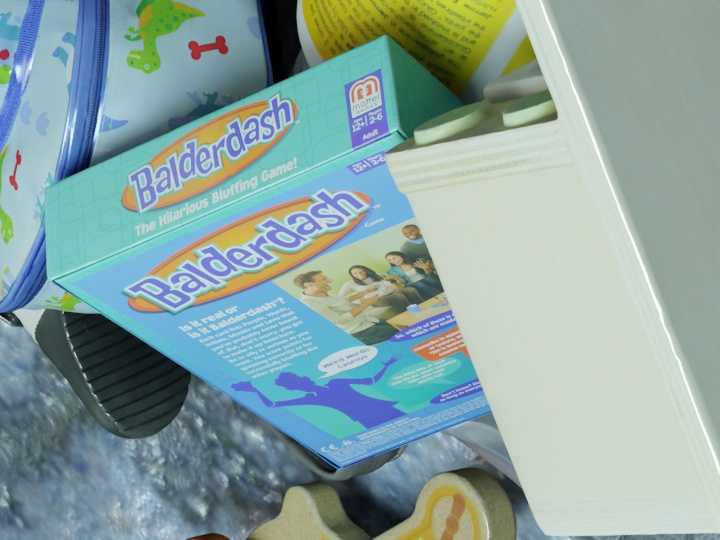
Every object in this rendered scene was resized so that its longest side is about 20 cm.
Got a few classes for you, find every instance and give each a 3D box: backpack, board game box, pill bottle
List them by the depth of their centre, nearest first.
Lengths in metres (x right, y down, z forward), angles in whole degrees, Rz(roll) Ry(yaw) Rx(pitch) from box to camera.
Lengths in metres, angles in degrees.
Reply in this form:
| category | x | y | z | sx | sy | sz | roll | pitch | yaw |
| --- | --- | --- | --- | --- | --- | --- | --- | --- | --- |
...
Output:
| category | x | y | z | sx | sy | sz | roll | pitch | yaw |
| --- | --- | --- | --- | --- | --- | --- | --- | --- | --- |
| pill bottle | 0.043 | -0.113 | 1.068 | 0.112 | 0.112 | 0.200 | 45 | 137 | 12 |
| board game box | 0.000 | 0.000 | 1.087 | 0.152 | 0.200 | 0.045 | -22 | 56 | 24 |
| backpack | -0.120 | -0.084 | 1.155 | 0.183 | 0.147 | 0.200 | 118 | 147 | -45 |

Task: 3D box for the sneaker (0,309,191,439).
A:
| category | x | y | z | sx | sy | sz | roll | pitch | yaw |
| --- | --- | --- | --- | --- | --- | --- | --- | --- | --- |
| sneaker | -0.147 | -0.008 | 1.347 | 0.088 | 0.074 | 0.200 | -30 | 83 | 48 |

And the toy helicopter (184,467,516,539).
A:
| category | x | y | z | sx | sy | sz | roll | pitch | yaw |
| --- | --- | --- | --- | --- | --- | --- | --- | --- | --- |
| toy helicopter | 0.006 | 0.149 | 1.267 | 0.200 | 0.079 | 0.132 | -39 | 67 | 46 |

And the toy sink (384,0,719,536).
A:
| category | x | y | z | sx | sy | sz | roll | pitch | yaw |
| --- | --- | --- | --- | --- | --- | --- | --- | --- | --- |
| toy sink | 0.099 | -0.028 | 0.966 | 0.112 | 0.130 | 0.200 | -8 | 108 | 53 |

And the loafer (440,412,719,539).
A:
| category | x | y | z | sx | sy | sz | roll | pitch | yaw |
| --- | --- | --- | --- | --- | --- | --- | --- | --- | --- |
| loafer | 0.088 | 0.067 | 1.179 | 0.200 | 0.063 | 0.072 | 31 | 91 | 31 |

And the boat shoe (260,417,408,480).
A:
| category | x | y | z | sx | sy | sz | roll | pitch | yaw |
| --- | --- | --- | --- | --- | --- | --- | --- | --- | --- |
| boat shoe | -0.054 | 0.013 | 1.279 | 0.200 | 0.057 | 0.067 | 44 | 137 | 14 |
